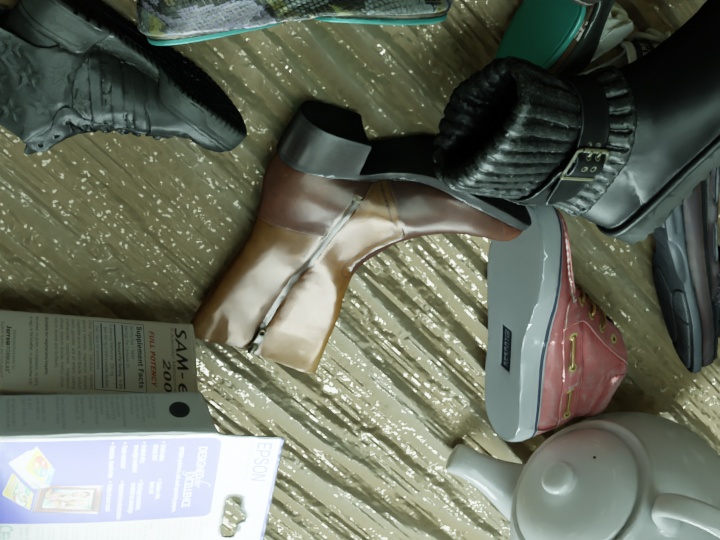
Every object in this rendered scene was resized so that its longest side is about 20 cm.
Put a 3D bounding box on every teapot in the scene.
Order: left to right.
[{"bbox_3d":[0.188,0.185,1.207,0.199,0.199,0.146,-35,133,17],"label":"teapot"}]

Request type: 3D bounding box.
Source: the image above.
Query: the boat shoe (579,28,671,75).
[{"bbox_3d":[0.197,-0.125,1.070,0.198,0.071,0.070,-21,131,11],"label":"boat shoe"}]

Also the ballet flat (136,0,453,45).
[{"bbox_3d":[-0.039,-0.179,0.975,0.198,0.072,0.073,-6,127,-11],"label":"ballet flat"}]

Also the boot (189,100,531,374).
[{"bbox_3d":[0.000,0.000,1.111,0.186,0.069,0.201,14,122,-22],"label":"boot"}]

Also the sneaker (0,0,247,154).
[{"bbox_3d":[-0.176,-0.110,0.997,0.199,0.060,0.104,35,111,-26],"label":"sneaker"}]

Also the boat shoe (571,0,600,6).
[{"bbox_3d":[0.070,-0.221,0.949,0.199,0.072,0.060,36,128,-14],"label":"boat shoe"}]

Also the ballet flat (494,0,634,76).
[{"bbox_3d":[0.152,-0.184,1.017,0.068,0.068,0.201,8,124,-29],"label":"ballet flat"}]

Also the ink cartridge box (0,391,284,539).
[{"bbox_3d":[-0.161,0.157,1.102,0.197,0.044,0.199,2,138,-11],"label":"ink cartridge box"}]

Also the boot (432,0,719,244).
[{"bbox_3d":[0.155,-0.111,0.976,0.156,0.080,0.212,19,123,-26],"label":"boot"}]

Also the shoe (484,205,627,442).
[{"bbox_3d":[0.146,0.031,1.173,0.090,0.072,0.202,-12,123,-23],"label":"shoe"}]

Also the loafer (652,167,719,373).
[{"bbox_3d":[0.248,-0.012,1.163,0.062,0.072,0.202,-20,125,-3],"label":"loafer"}]

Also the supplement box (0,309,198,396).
[{"bbox_3d":[-0.221,0.095,1.111,0.198,0.074,0.127,6,137,-17],"label":"supplement box"}]
